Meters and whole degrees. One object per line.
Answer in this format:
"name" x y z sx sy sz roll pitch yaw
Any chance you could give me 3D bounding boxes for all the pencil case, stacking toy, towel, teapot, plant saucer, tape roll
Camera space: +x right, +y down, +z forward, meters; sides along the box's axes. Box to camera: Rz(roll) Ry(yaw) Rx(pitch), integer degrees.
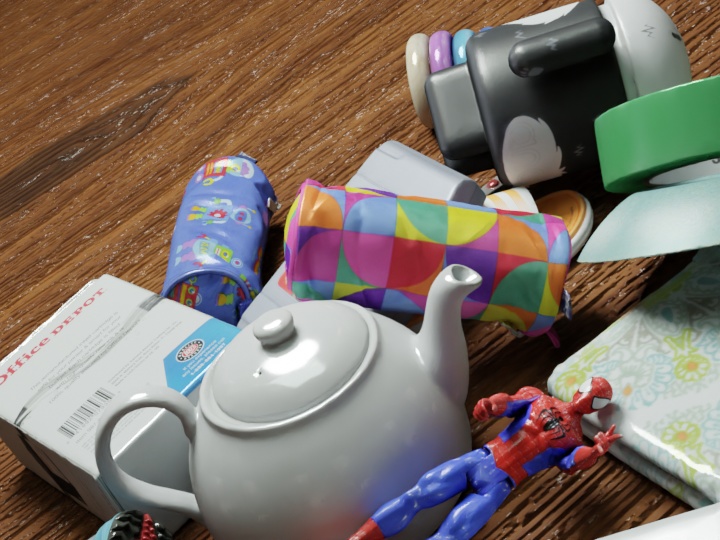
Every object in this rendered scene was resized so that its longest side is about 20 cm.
"pencil case" 0.046 -0.006 0.939 0.197 0.089 0.089 10 34 -3
"stacking toy" 0.143 -0.184 1.244 0.197 0.086 0.086 -9 33 13
"towel" 0.227 0.064 0.833 0.171 0.048 0.200 -37 33 -14
"pencil case" -0.113 -0.018 1.165 0.086 0.079 0.201 -1 33 2
"teapot" -0.035 0.089 0.881 0.196 0.147 0.200 8 45 43
"plant saucer" 0.233 -0.042 0.901 0.198 0.039 0.201 -12 1 0
"tape roll" 0.257 -0.094 0.937 0.198 0.049 0.200 -10 -4 -1

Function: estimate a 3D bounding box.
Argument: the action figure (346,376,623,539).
"action figure" 0.067 0.114 0.779 0.199 0.099 0.065 -35 75 -15

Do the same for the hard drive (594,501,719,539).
"hard drive" 0.112 0.193 0.706 0.198 0.026 0.133 -23 30 23

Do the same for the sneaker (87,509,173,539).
"sneaker" -0.161 0.244 0.830 0.095 0.079 0.201 -36 25 31

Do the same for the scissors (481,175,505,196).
"scissors" 0.122 -0.075 1.145 0.073 0.014 0.200 13 46 43

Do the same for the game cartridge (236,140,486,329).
"game cartridge" 0.000 0.000 1.038 0.201 0.041 0.133 -52 39 -4

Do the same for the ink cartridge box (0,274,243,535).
"ink cartridge box" -0.169 0.096 1.022 0.145 0.084 0.199 -44 36 -23

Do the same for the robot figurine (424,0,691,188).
"robot figurine" 0.151 -0.137 1.072 0.197 0.126 0.151 -16 23 7

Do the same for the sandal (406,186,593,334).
"sandal" 0.082 -0.013 1.036 0.205 0.060 0.079 -31 31 -12
